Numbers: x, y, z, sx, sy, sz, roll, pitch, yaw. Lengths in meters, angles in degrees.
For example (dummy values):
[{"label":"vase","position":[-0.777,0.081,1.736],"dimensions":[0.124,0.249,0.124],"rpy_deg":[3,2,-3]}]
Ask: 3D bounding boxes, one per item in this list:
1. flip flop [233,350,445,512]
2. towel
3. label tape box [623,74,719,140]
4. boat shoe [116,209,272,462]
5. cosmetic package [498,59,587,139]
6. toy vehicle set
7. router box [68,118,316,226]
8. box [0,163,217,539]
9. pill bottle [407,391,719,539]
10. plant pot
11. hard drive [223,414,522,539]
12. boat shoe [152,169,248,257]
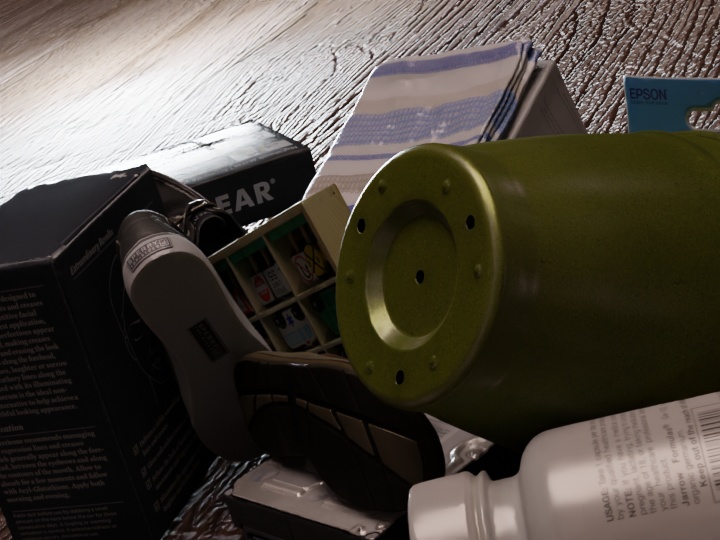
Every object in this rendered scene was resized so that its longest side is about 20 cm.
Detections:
[{"label":"flip flop","position":[-0.009,0.083,0.933],"dimensions":[0.057,0.082,0.200],"rpy_deg":[-12,10,-29]},{"label":"towel","position":[0.032,-0.086,1.119],"dimensions":[0.146,0.024,0.201],"rpy_deg":[-4,43,36]},{"label":"label tape box","position":[0.237,-0.024,0.922],"dimensions":[0.066,0.201,0.143],"rpy_deg":[-29,23,-36]},{"label":"boat shoe","position":[-0.097,0.041,1.017],"dimensions":[0.068,0.201,0.057],"rpy_deg":[-27,43,-6]},{"label":"cosmetic package","position":[0.090,-0.042,1.137],"dimensions":[0.081,0.113,0.200],"rpy_deg":[0,44,37]},{"label":"toy vehicle set","position":[-0.037,0.028,1.017],"dimensions":[0.026,0.125,0.200],"rpy_deg":[-30,2,-28]},{"label":"router box","position":[-0.151,-0.065,1.353],"dimensions":[0.199,0.051,0.149],"rpy_deg":[-20,21,-17]},{"label":"box","position":[-0.177,0.057,1.040],"dimensions":[0.106,0.201,0.149],"rpy_deg":[-8,21,22]},{"label":"pill bottle","position":[0.128,0.123,0.751],"dimensions":[0.199,0.115,0.114],"rpy_deg":[-13,20,9]},{"label":"plant pot","position":[0.098,0.011,0.834],"dimensions":[0.192,0.202,0.200],"rpy_deg":[9,3,-36]},{"label":"hard drive","position":[0.033,0.109,0.977],"dimensions":[0.200,0.038,0.139],"rpy_deg":[-32,25,-34]},{"label":"boat shoe","position":[-0.114,-0.018,1.218],"dimensions":[0.070,0.066,0.200],"rpy_deg":[-37,72,-26]}]
